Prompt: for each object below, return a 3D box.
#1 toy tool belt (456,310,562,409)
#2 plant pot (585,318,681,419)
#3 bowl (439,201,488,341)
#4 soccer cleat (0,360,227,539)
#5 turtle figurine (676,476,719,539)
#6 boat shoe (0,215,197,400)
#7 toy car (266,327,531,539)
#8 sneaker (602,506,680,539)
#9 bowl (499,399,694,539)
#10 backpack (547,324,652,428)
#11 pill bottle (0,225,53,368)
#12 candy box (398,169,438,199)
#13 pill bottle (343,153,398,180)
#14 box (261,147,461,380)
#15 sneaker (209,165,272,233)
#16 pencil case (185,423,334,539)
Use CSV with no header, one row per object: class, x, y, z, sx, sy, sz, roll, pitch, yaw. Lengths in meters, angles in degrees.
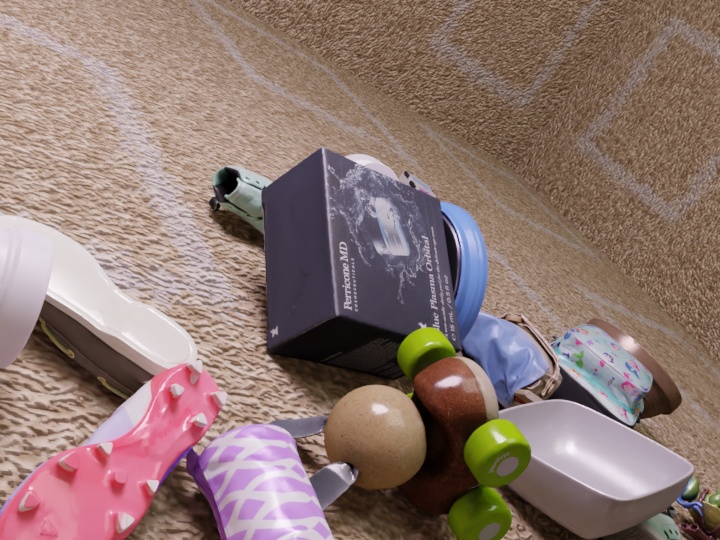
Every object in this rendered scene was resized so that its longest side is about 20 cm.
toy tool belt,0.175,0.108,1.087,0.200,0.125,0.123,42,11,18
plant pot,0.430,0.184,1.355,0.201,0.093,0.201,48,-7,8
bowl,0.075,0.011,1.009,0.039,0.202,0.201,13,28,-37
soccer cleat,-0.163,0.130,0.527,0.067,0.076,0.200,51,35,-6
turtle figurine,0.559,0.345,1.176,0.194,0.144,0.199,45,23,14
boat shoe,-0.223,0.033,0.639,0.201,0.061,0.072,37,29,5
toy car,0.020,0.162,0.721,0.197,0.160,0.165,-8,34,-23
sneaker,0.351,0.332,0.927,0.117,0.074,0.201,22,20,-21
bowl,0.251,0.226,0.915,0.198,0.076,0.199,-3,21,-43
backpack,0.343,0.173,1.208,0.177,0.151,0.199,42,14,20
pill bottle,-0.307,-0.011,0.502,0.198,0.116,0.116,23,22,-35
candy box,0.075,-0.055,1.272,0.061,0.137,0.201,28,20,-25
pill bottle,-0.020,-0.099,1.121,0.112,0.114,0.200,29,-12,-20
box,0.000,0.000,0.905,0.198,0.117,0.199,17,57,-41
sneaker,-0.111,-0.063,1.023,0.200,0.074,0.118,38,11,31
pencil case,-0.057,0.193,0.529,0.084,0.085,0.201,-5,34,-20
